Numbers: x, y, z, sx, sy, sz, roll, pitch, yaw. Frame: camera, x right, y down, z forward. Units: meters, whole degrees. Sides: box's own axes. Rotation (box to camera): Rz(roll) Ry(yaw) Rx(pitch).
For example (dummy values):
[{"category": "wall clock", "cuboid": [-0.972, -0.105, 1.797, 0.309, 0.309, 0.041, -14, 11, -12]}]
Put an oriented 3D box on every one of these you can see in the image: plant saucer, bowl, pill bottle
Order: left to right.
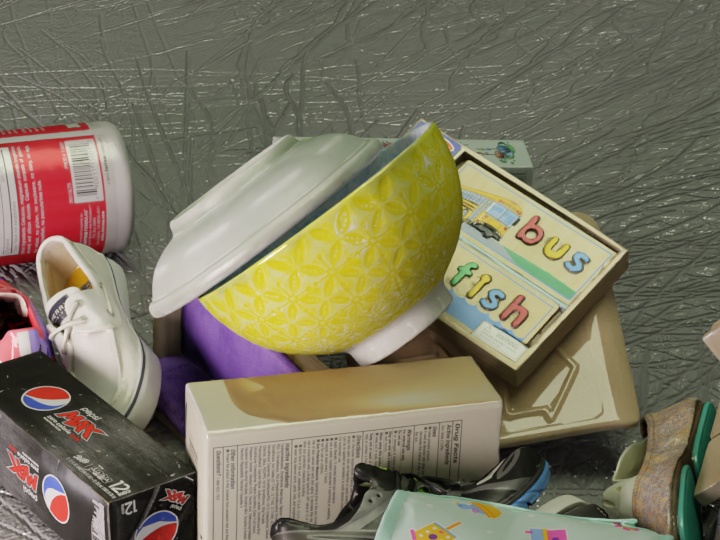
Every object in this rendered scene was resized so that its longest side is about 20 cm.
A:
[{"category": "pill bottle", "cuboid": [-0.295, -0.060, 1.655, 0.200, 0.112, 0.112, -7, 28, -18]}, {"category": "plant saucer", "cuboid": [-0.077, -0.045, 1.394, 0.200, 0.050, 0.200, -36, 7, 5]}, {"category": "bowl", "cuboid": [0.000, 0.000, 1.359, 0.200, 0.108, 0.200, -36, 7, 5]}]

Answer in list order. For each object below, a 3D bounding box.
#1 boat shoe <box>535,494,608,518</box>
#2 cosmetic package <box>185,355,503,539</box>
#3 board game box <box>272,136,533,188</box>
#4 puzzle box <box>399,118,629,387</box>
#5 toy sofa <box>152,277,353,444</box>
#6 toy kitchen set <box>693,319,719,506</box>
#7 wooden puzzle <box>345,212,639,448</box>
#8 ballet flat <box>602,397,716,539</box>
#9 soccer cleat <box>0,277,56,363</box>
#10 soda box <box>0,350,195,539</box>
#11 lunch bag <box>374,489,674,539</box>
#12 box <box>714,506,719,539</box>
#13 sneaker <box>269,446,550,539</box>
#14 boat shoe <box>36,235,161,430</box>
[{"category": "boat shoe", "cuboid": [0.105, 0.197, 1.217, 0.060, 0.074, 0.200, 17, 23, 32]}, {"category": "cosmetic package", "cuboid": [-0.013, 0.123, 1.318, 0.200, 0.105, 0.071, -4, 26, -16]}, {"category": "board game box", "cuboid": [0.029, -0.028, 1.579, 0.200, 0.148, 0.064, 0, 27, -6]}, {"category": "puzzle box", "cuboid": [0.078, -0.017, 1.456, 0.200, 0.025, 0.133, 34, 65, 25]}, {"category": "toy sofa", "cuboid": [-0.092, 0.076, 1.429, 0.097, 0.083, 0.200, -12, 30, -29]}, {"category": "toy kitchen set", "cuboid": [0.304, 0.056, 1.308, 0.200, 0.163, 0.180, -37, 9, 28]}, {"category": "wooden puzzle", "cuboid": [0.089, 0.054, 1.451, 0.200, 0.046, 0.186, -7, 56, 0]}, {"category": "ballet flat", "cuboid": [0.200, 0.149, 1.344, 0.067, 0.068, 0.200, -10, 16, 20]}, {"category": "soccer cleat", "cuboid": [-0.269, 0.036, 1.505, 0.068, 0.073, 0.200, -7, 28, -19]}, {"category": "soda box", "cuboid": [-0.191, 0.127, 1.338, 0.071, 0.063, 0.200, -17, 33, -35]}, {"category": "lunch bag", "cuboid": [0.079, 0.214, 1.077, 0.170, 0.122, 0.200, 7, 49, 11]}, {"category": "box", "cuboid": [0.320, 0.157, 1.211, 0.200, 0.159, 0.048, 3, 33, 2]}, {"category": "sneaker", "cuboid": [0.034, 0.150, 1.259, 0.199, 0.071, 0.083, -20, 73, -22]}, {"category": "boat shoe", "cuboid": [-0.199, 0.044, 1.451, 0.070, 0.071, 0.200, 37, 21, -37]}]
